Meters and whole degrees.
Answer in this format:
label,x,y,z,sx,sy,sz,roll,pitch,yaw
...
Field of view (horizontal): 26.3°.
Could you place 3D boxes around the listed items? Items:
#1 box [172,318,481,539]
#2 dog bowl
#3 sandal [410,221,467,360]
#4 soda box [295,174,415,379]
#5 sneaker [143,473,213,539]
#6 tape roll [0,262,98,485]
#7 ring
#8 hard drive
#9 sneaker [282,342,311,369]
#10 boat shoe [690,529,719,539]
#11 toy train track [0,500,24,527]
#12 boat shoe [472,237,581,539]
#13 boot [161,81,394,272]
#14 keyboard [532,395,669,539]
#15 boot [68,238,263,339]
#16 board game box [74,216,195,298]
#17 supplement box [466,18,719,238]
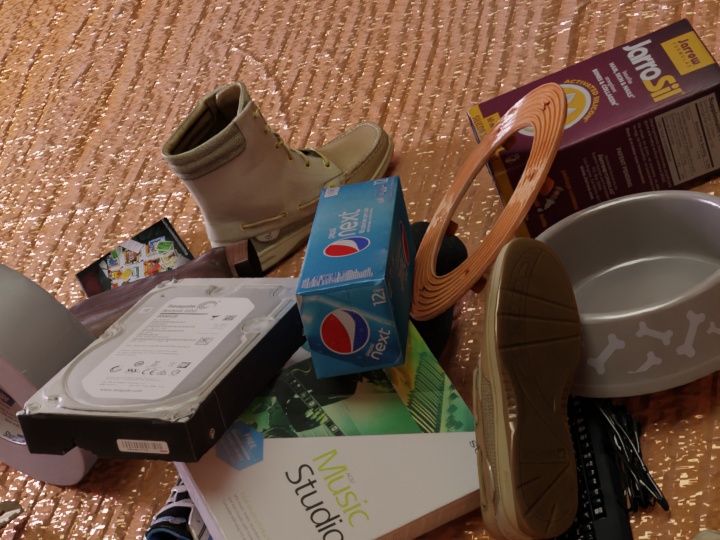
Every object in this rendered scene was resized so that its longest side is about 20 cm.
label,x,y,z,sx,sy,sz,roll,pitch,yaw
box,-0.017,0.128,1.053,0.199,0.036,0.145,-22,61,-22
dog bowl,0.198,0.010,1.106,0.199,0.059,0.200,-17,26,8
sandal,0.037,0.034,1.206,0.075,0.048,0.201,30,36,2
soda box,0.000,0.000,1.111,0.064,0.068,0.200,-10,23,9
sneaker,-0.118,0.181,1.110,0.072,0.073,0.200,-14,37,19
tape roll,-0.279,0.080,1.221,0.200,0.201,0.066,9,48,38
ring,0.095,-0.048,1.134,0.201,0.019,0.201,-53,14,20
hard drive,-0.127,0.063,1.075,0.139,0.038,0.200,0,26,28
sneaker,-0.025,0.113,1.135,0.093,0.070,0.200,-32,33,2
boat shoe,0.210,0.194,0.900,0.199,0.075,0.068,-20,30,-3
toy train track,-0.326,0.216,1.150,0.115,0.033,0.200,-38,0,31
boat shoe,0.101,0.078,1.023,0.064,0.071,0.201,-25,59,57
boot,-0.069,-0.106,1.359,0.200,0.155,0.072,-39,38,-16
keyboard,0.145,0.122,1.048,0.104,0.040,0.200,-19,38,11
boot,-0.180,0.053,1.265,0.199,0.064,0.187,-18,20,7
board game box,-0.183,0.028,1.377,0.105,0.024,0.200,-31,36,-7
supplement box,0.200,-0.112,1.260,0.199,0.086,0.111,-22,36,5
